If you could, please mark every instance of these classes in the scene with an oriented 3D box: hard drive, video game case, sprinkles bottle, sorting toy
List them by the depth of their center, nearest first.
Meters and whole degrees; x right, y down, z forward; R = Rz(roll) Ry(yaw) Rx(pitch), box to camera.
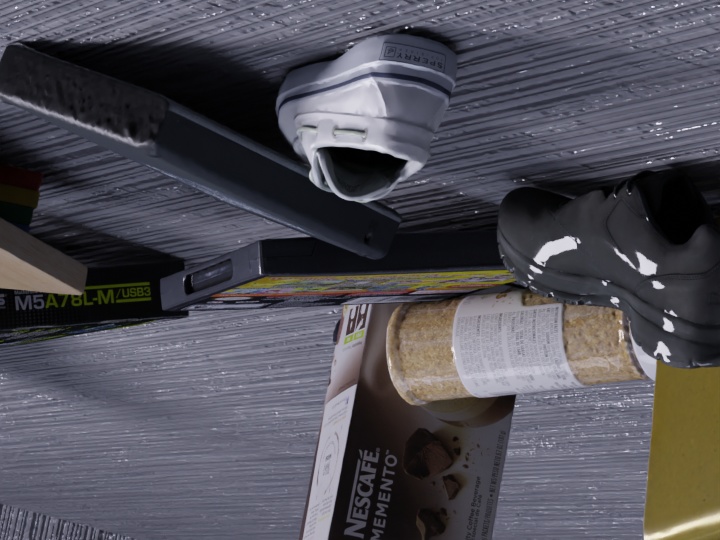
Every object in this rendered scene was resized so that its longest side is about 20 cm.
[{"bbox_3d":[-0.089,-0.064,1.606,0.139,0.033,0.200,21,178,42],"label":"hard drive"},{"bbox_3d":[0.000,0.000,1.781,0.199,0.026,0.181,-2,174,-23],"label":"video game case"},{"bbox_3d":[0.115,0.042,1.819,0.199,0.069,0.068,-8,160,29],"label":"sprinkles bottle"},{"bbox_3d":[-0.298,-0.051,1.840,0.198,0.070,0.200,5,166,26],"label":"sorting toy"}]

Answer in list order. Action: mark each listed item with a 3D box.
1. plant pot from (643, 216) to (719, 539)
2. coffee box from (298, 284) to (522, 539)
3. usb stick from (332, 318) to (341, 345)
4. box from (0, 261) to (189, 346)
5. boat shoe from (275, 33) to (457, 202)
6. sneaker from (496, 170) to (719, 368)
[{"bbox_3d":[0.295,0.066,1.588,0.195,0.195,0.200,18,157,-29],"label":"plant pot"},{"bbox_3d":[0.035,0.103,1.925,0.113,0.201,0.080,15,167,-14],"label":"coffee box"},{"bbox_3d":[0.069,0.050,2.056,0.199,0.033,0.055,1,171,39],"label":"usb stick"},{"bbox_3d":[-0.254,0.029,2.065,0.193,0.048,0.200,-7,178,-37],"label":"box"},{"bbox_3d":[-0.006,-0.069,1.500,0.073,0.067,0.200,13,168,-9],"label":"boat shoe"},{"bbox_3d":[0.149,-0.018,1.591,0.076,0.091,0.200,-14,-153,-35],"label":"sneaker"}]
